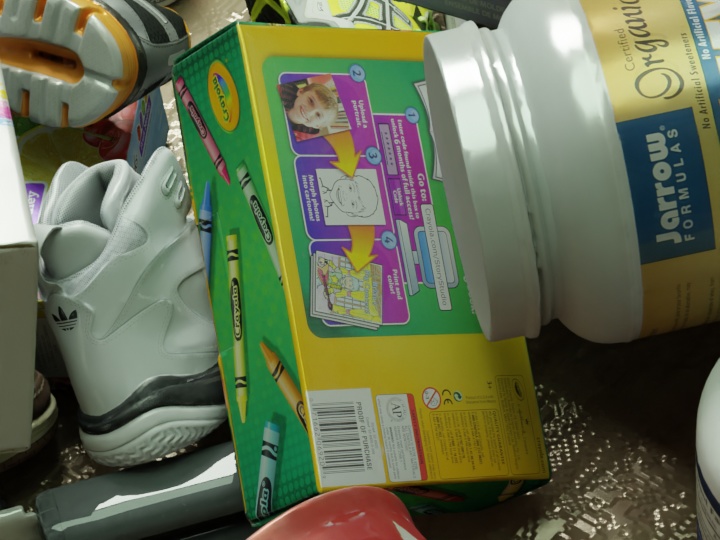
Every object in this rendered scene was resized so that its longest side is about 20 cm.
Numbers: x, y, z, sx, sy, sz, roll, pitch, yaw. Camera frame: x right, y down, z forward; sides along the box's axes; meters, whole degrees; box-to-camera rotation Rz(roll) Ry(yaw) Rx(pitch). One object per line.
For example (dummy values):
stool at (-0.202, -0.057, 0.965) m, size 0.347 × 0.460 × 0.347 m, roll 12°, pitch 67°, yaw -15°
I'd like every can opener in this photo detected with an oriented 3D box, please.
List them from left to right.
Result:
can opener at (-0.119, 0.103, 1.238) m, size 0.200 × 0.053 × 0.067 m, roll -12°, pitch 47°, yaw -4°

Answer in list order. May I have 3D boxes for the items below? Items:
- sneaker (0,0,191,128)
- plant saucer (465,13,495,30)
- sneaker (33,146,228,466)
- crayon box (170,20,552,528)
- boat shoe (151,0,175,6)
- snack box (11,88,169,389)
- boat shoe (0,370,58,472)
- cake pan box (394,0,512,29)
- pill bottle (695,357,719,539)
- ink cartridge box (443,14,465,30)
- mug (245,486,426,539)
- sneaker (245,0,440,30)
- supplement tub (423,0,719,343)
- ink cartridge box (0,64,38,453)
sneaker at (-0.164, -0.111, 1.347) m, size 0.200 × 0.078 × 0.077 m, roll 22°, pitch 25°, yaw 32°
plant saucer at (0.141, -0.080, 1.286) m, size 0.200 × 0.035 × 0.201 m, roll -2°, pitch 50°, yaw 3°
sneaker at (-0.064, -0.011, 1.270) m, size 0.075 × 0.115 × 0.200 m, roll -6°, pitch 25°, yaw 43°
crayon box at (0.000, 0.000, 1.222) m, size 0.119 × 0.058 × 0.200 m, roll 0°, pitch 74°, yaw -36°
boat shoe at (-0.163, -0.204, 1.517) m, size 0.200 × 0.064 × 0.071 m, roll 29°, pitch 57°, yaw 29°
snack box at (-0.199, -0.027, 1.358) m, size 0.200 × 0.068 × 0.169 m, roll -2°, pitch 47°, yaw 8°
boat shoe at (-0.233, 0.054, 1.271) m, size 0.202 × 0.075 × 0.075 m, roll -6°, pitch 26°, yaw 1°
cake pan box at (0.124, -0.173, 1.313) m, size 0.200 × 0.052 × 0.184 m, roll 18°, pitch 52°, yaw 20°
pill bottle at (0.186, 0.081, 1.119) m, size 0.119 × 0.200 × 0.120 m, roll -3°, pitch 47°, yaw 4°
ink cartridge box at (0.127, -0.085, 1.364) m, size 0.164 × 0.075 × 0.200 m, roll -7°, pitch 48°, yaw 0°
mug at (0.047, 0.181, 1.097) m, size 0.177 × 0.134 × 0.200 m, roll -35°, pitch 56°, yaw -20°
sneaker at (0.008, -0.108, 1.401) m, size 0.076 × 0.075 × 0.200 m, roll -22°, pitch 50°, yaw -12°
supplement tub at (0.134, -0.052, 1.149) m, size 0.200 × 0.145 × 0.145 m, roll -12°, pitch 47°, yaw -3°
ink cartridge box at (-0.203, -0.014, 1.205) m, size 0.125 × 0.129 × 0.200 m, roll -6°, pitch 48°, yaw -13°
